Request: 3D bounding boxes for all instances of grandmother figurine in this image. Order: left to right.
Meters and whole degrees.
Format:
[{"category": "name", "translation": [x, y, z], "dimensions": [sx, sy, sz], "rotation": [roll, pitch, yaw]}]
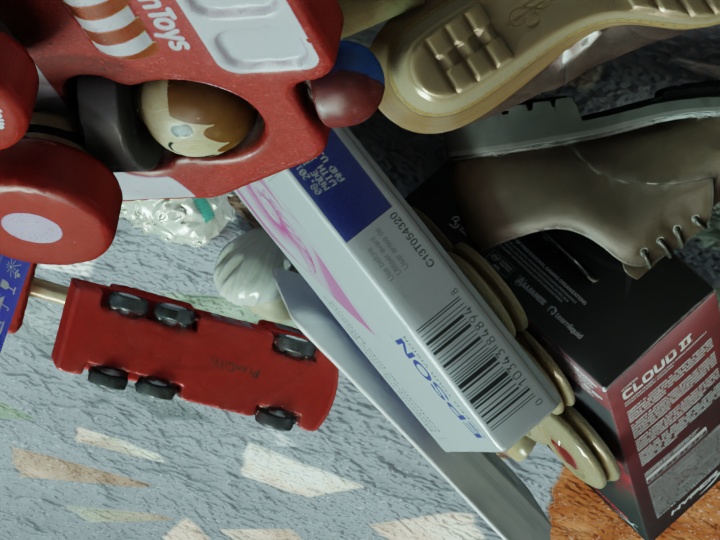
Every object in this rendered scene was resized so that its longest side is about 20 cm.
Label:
[{"category": "grandmother figurine", "translation": [0.010, 0.038, 1.394], "dimensions": [0.199, 0.061, 0.121], "rotation": [30, 171, -11]}]

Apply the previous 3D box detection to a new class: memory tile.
[{"category": "memory tile", "translation": [0.044, 0.020, 1.228], "dimensions": [0.154, 0.017, 0.200], "rotation": [57, 170, -33]}]

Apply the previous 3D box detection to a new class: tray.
[{"category": "tray", "translation": [0.033, 0.074, 1.304], "dimensions": [0.200, 0.022, 0.107], "rotation": [46, -177, -15]}]

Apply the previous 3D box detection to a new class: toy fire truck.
[{"category": "toy fire truck", "translation": [-0.117, 0.031, 1.348], "dimensions": [0.199, 0.049, 0.141], "rotation": [14, -175, -13]}, {"category": "toy fire truck", "translation": [-0.083, -0.084, 0.960], "dimensions": [0.167, 0.113, 0.200], "rotation": [0, 151, 20]}]

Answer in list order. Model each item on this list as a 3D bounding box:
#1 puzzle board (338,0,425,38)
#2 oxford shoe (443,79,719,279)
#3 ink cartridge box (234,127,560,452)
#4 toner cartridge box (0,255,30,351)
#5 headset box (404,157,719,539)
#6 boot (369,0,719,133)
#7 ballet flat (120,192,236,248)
[{"category": "puzzle board", "translation": [-0.089, -0.125, 1.024], "dimensions": [0.150, 0.017, 0.199], "rotation": [33, 148, -31]}, {"category": "oxford shoe", "translation": [0.139, -0.041, 1.128], "dimensions": [0.199, 0.085, 0.073], "rotation": [-7, -178, 12]}, {"category": "ink cartridge box", "translation": [0.000, 0.000, 1.192], "dimensions": [0.197, 0.043, 0.200], "rotation": [51, 169, -2]}, {"category": "toner cartridge box", "translation": [-0.195, -0.029, 1.227], "dimensions": [0.095, 0.201, 0.043], "rotation": [-10, 144, 41]}, {"category": "headset box", "translation": [0.106, 0.025, 1.242], "dimensions": [0.149, 0.075, 0.200], "rotation": [44, 168, 29]}, {"category": "boot", "translation": [0.091, -0.118, 1.045], "dimensions": [0.199, 0.073, 0.166], "rotation": [-26, -176, -2]}, {"category": "ballet flat", "translation": [-0.103, -0.043, 1.210], "dimensions": [0.071, 0.072, 0.200], "rotation": [23, -177, -17]}]
